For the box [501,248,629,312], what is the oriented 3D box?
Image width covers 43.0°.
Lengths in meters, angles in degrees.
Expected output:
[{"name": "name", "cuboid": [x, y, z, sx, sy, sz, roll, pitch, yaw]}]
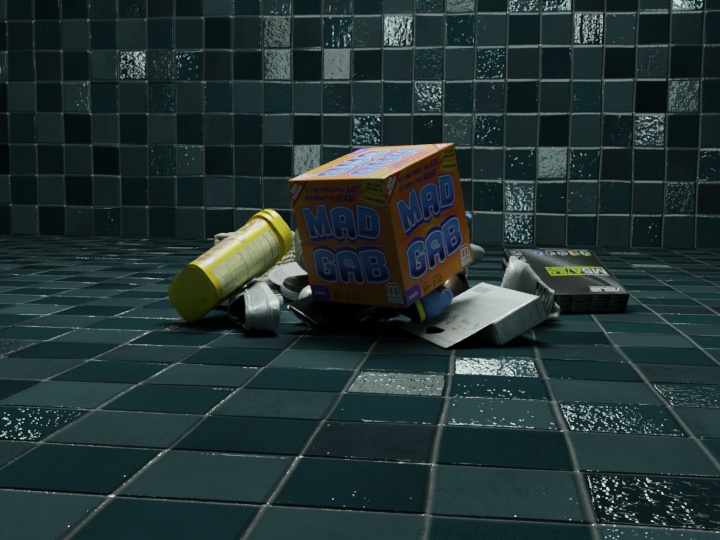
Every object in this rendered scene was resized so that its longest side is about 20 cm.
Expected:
[{"name": "box", "cuboid": [0.398, 0.018, 1.797, 0.195, 0.049, 0.194, 0, 25, -10]}]

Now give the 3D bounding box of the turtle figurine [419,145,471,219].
[{"name": "turtle figurine", "cuboid": [0.108, -0.117, 1.744, 0.196, 0.146, 0.195, 22, -34, -4]}]

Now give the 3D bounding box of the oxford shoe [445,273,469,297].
[{"name": "oxford shoe", "cuboid": [0.143, 0.044, 1.666, 0.070, 0.075, 0.199, 4, 7, 27]}]

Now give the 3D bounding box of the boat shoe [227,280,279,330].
[{"name": "boat shoe", "cuboid": [-0.185, 0.058, 1.514, 0.070, 0.072, 0.200, 0, 7, -18]}]

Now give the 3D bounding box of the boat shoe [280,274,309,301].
[{"name": "boat shoe", "cuboid": [-0.065, 0.025, 1.827, 0.195, 0.058, 0.069, 3, 34, 8]}]

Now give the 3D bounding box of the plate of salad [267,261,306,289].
[{"name": "plate of salad", "cuboid": [-0.101, 0.022, 1.958, 0.195, 0.049, 0.200, 3, 16, -1]}]

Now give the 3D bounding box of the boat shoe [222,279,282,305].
[{"name": "boat shoe", "cuboid": [-0.229, 0.036, 1.720, 0.196, 0.058, 0.068, 4, 6, 35]}]

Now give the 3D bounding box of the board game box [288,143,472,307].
[{"name": "board game box", "cuboid": [0.036, -0.077, 1.471, 0.197, 0.204, 0.199, 3, 22, 39]}]

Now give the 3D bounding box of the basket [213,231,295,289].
[{"name": "basket", "cuboid": [-0.234, -0.024, 2.063, 0.133, 0.127, 0.199, 2, 6, 23]}]

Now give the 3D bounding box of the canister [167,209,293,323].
[{"name": "canister", "cuboid": [-0.224, -0.007, 1.572, 0.199, 0.087, 0.148, -40, 1, -43]}]

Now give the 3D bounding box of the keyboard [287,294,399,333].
[{"name": "keyboard", "cuboid": [-0.016, 0.064, 1.512, 0.126, 0.021, 0.198, 29, 32, 31]}]

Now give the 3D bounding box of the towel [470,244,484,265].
[{"name": "towel", "cuboid": [0.135, -0.006, 1.779, 0.196, 0.049, 0.171, -21, -4, 18]}]

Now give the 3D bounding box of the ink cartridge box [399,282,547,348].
[{"name": "ink cartridge box", "cuboid": [0.174, 0.084, 1.451, 0.171, 0.044, 0.200, -28, 13, -14]}]

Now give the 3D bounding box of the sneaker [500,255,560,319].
[{"name": "sneaker", "cuboid": [0.293, 0.035, 1.568, 0.079, 0.078, 0.200, 21, -7, 27]}]

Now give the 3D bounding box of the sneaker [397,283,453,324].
[{"name": "sneaker", "cuboid": [0.100, 0.036, 1.534, 0.077, 0.067, 0.200, -24, 15, -10]}]

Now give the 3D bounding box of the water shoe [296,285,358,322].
[{"name": "water shoe", "cuboid": [-0.027, 0.062, 1.607, 0.078, 0.073, 0.198, 32, 27, 34]}]

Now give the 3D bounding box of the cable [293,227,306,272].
[{"name": "cable", "cuboid": [-0.035, -0.045, 1.824, 0.195, 0.071, 0.201, -3, -26, 3]}]
